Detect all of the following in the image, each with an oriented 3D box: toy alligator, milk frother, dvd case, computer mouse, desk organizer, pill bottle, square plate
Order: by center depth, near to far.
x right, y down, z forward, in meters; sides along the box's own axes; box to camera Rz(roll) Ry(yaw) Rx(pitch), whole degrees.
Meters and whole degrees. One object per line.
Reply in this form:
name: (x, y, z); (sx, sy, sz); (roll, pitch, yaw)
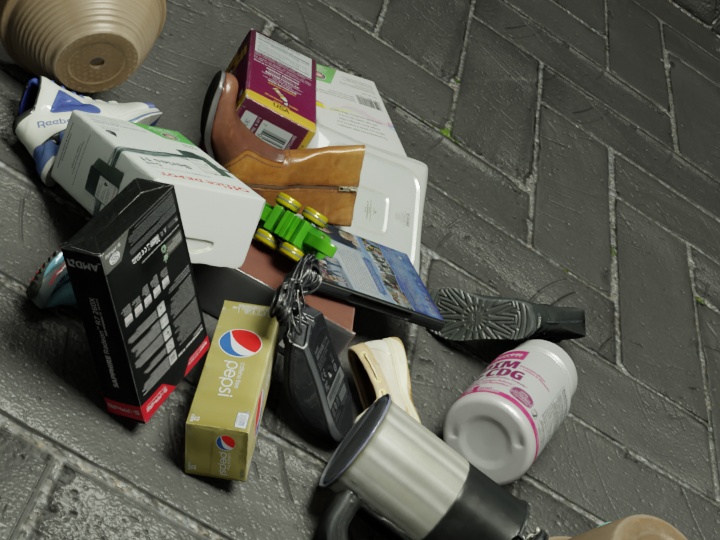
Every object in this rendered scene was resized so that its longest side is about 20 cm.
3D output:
milk frother: (0.072, 0.227, 1.281); (0.188, 0.200, 0.181); (37, 49, -6)
computer mouse: (-0.059, 0.093, 1.405); (0.139, 0.052, 0.201); (-60, 137, -65)
desk organizer: (-0.105, 0.027, 1.489); (0.199, 0.072, 0.077); (30, 31, -14)
toy alligator: (-0.094, -0.054, 1.496); (0.199, 0.060, 0.054); (28, -6, 32)
dvd case: (0.000, 0.000, 1.567); (0.199, 0.018, 0.143); (20, 28, -34)
pill bottle: (0.184, 0.162, 1.569); (0.113, 0.114, 0.200); (43, 32, 7)
square plate: (0.006, -0.076, 1.681); (0.197, 0.028, 0.202); (17, 68, -29)

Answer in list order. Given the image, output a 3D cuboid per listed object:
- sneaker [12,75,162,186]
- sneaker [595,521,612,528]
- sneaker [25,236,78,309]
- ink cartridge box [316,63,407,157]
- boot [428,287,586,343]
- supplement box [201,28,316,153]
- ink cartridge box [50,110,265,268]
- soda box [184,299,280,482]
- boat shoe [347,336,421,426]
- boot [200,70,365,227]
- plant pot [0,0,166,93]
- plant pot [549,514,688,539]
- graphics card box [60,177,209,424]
sneaker: (-0.326, -0.179, 1.514); (0.115, 0.081, 0.199); (46, 35, 8)
sneaker: (0.332, 0.383, 1.500); (0.200, 0.078, 0.091); (38, 48, 5)
sneaker: (-0.251, 0.011, 1.356); (0.096, 0.079, 0.199); (50, 34, 15)
ink cartridge box: (-0.028, -0.185, 1.814); (0.144, 0.084, 0.201); (12, 41, -35)
boot: (0.191, 0.060, 1.730); (0.164, 0.066, 0.200); (11, 6, 29)
supplement box: (-0.129, -0.196, 1.673); (0.103, 0.131, 0.201); (25, 29, -18)
ink cartridge box: (-0.215, -0.087, 1.392); (0.146, 0.084, 0.200); (8, 20, -43)
soda box: (-0.128, 0.118, 1.339); (0.063, 0.068, 0.201); (8, 36, 2)
boat shoe: (0.025, 0.167, 1.454); (0.069, 0.074, 0.201); (-1, 54, -15)
boot: (-0.090, -0.140, 1.555); (0.198, 0.190, 0.069); (2, 21, -11)
plant pot: (-0.317, -0.275, 1.533); (0.200, 0.201, 0.093); (8, 48, -39)
plant pot: (0.255, 0.336, 1.338); (0.199, 0.175, 0.201); (17, 46, -18)
graphics card box: (-0.210, 0.029, 1.255); (0.051, 0.201, 0.126); (13, 41, 24)
